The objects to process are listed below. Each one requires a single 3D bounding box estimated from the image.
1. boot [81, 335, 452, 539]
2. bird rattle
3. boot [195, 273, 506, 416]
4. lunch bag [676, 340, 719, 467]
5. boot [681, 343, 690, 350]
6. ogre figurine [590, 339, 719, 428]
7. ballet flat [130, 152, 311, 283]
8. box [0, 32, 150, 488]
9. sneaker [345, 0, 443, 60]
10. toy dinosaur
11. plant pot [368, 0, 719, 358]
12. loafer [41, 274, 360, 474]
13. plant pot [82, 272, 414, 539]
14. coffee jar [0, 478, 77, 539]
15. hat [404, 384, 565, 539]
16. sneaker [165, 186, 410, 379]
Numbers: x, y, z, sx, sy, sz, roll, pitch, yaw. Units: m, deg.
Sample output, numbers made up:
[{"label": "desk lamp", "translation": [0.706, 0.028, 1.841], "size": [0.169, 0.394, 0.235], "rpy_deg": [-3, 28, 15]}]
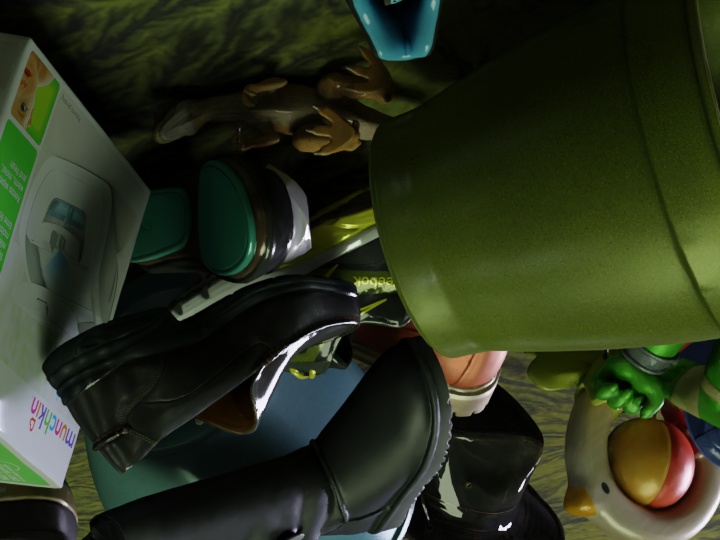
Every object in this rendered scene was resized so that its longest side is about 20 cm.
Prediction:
[{"label": "boot", "translation": [-0.057, 0.119, 1.490], "size": [0.199, 0.066, 0.165], "rpy_deg": [-12, 142, -25]}, {"label": "bird rattle", "translation": [0.200, 0.110, 1.800], "size": [0.199, 0.164, 0.112], "rpy_deg": [23, 162, -36]}, {"label": "boot", "translation": [0.000, 0.000, 1.538], "size": [0.199, 0.075, 0.108], "rpy_deg": [21, 133, 1]}, {"label": "lunch bag", "translation": [0.304, 0.056, 1.716], "size": [0.199, 0.137, 0.132], "rpy_deg": [15, 148, -40]}, {"label": "boot", "translation": [0.210, -0.005, 1.558], "size": [0.144, 0.073, 0.200], "rpy_deg": [-26, 167, 5]}, {"label": "ogre figurine", "translation": [0.240, 0.036, 1.451], "size": [0.199, 0.098, 0.120], "rpy_deg": [18, 123, 9]}, {"label": "ballet flat", "translation": [-0.069, -0.030, 1.417], "size": [0.068, 0.068, 0.200], "rpy_deg": [-3, -176, -26]}, {"label": "box", "translation": [-0.202, -0.006, 1.335], "size": [0.096, 0.177, 0.200], "rpy_deg": [9, 161, 17]}, {"label": "sneaker", "translation": [0.017, -0.168, 1.169], "size": [0.073, 0.082, 0.200], "rpy_deg": [-8, 156, 4]}, {"label": "toy dinosaur", "translation": [-0.011, -0.083, 1.414], "size": [0.199, 0.061, 0.106], "rpy_deg": [9, 174, -19]}, {"label": "plant pot", "translation": [0.113, -0.042, 1.342], "size": [0.192, 0.202, 0.200], "rpy_deg": [-16, 156, 18]}, {"label": "loafer", "translation": [-0.073, 0.053, 1.373], "size": [0.199, 0.073, 0.073], "rpy_deg": [-17, 168, -39]}, {"label": "plant pot", "translation": [-0.088, 0.100, 1.639], "size": [0.199, 0.201, 0.188], "rpy_deg": [-14, 144, 15]}, {"label": "coffee jar", "translation": [-0.222, 0.092, 1.544], "size": [0.104, 0.201, 0.085], "rpy_deg": [-8, 157, 2]}, {"label": "hat", "translation": [0.067, 0.115, 1.763], "size": [0.200, 0.201, 0.081], "rpy_deg": [11, 124, -38]}, {"label": "sneaker", "translation": [-0.051, 0.032, 1.487], "size": [0.199, 0.085, 0.074], "rpy_deg": [-30, -174, 24]}]
